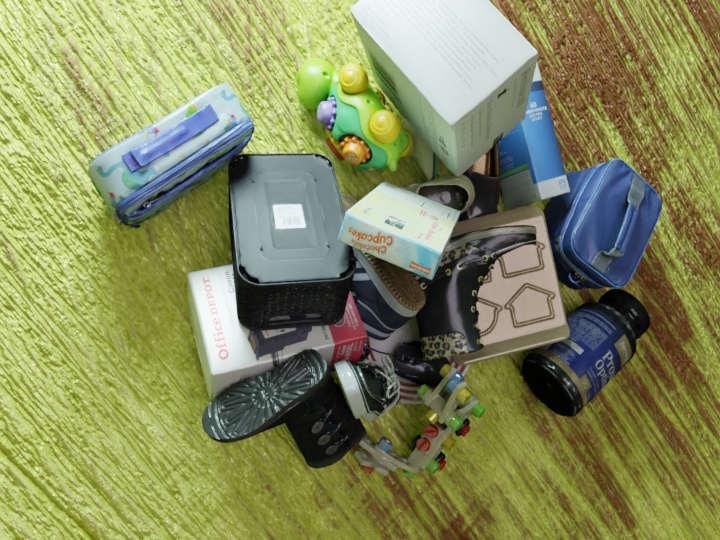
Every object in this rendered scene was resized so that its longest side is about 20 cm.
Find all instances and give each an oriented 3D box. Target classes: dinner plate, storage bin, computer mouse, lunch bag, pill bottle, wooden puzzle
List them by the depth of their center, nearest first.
[{"bbox_3d":[-0.226,-0.137,0.762,0.199,0.160,0.083,-38,98,-19],"label":"lunch bag"},{"bbox_3d":[-0.090,-0.040,0.768,0.132,0.095,0.203,-3,53,-14],"label":"storage bin"},{"bbox_3d":[0.044,0.117,0.884,0.196,0.034,0.060,20,81,-17],"label":"computer mouse"},{"bbox_3d":[0.199,0.021,0.927,0.181,0.046,0.205,-12,85,-6],"label":"wooden puzzle"},{"bbox_3d":[0.080,0.093,0.928,0.196,0.024,0.205,2,86,-21],"label":"dinner plate"},{"bbox_3d":[0.354,0.121,0.978,0.199,0.112,0.113,-38,99,-17],"label":"pill bottle"},{"bbox_3d":[0.369,-0.065,0.985,0.135,0.132,0.203,33,76,-14],"label":"lunch bag"}]

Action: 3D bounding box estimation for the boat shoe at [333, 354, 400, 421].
[{"bbox_3d":[0.018,0.149,0.798,0.067,0.200,0.075,-25,63,1],"label":"boat shoe"}]

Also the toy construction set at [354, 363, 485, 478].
[{"bbox_3d":[0.090,0.221,0.862,0.200,0.130,0.093,-43,63,15],"label":"toy construction set"}]

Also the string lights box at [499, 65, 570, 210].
[{"bbox_3d":[0.245,-0.204,0.965,0.058,0.103,0.205,-15,92,-19],"label":"string lights box"}]

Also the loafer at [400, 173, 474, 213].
[{"bbox_3d":[0.072,-0.087,0.893,0.197,0.068,0.077,-24,94,1],"label":"loafer"}]

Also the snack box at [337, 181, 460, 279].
[{"bbox_3d":[0.055,-0.056,0.765,0.114,0.200,0.038,23,112,8],"label":"snack box"}]

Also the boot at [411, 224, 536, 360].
[{"bbox_3d":[0.157,0.028,0.864,0.199,0.073,0.157,-14,86,2],"label":"boot"}]

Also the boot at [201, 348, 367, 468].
[{"bbox_3d":[-0.087,0.197,0.793,0.162,0.201,0.066,-25,54,-3],"label":"boot"}]

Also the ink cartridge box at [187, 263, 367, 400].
[{"bbox_3d":[-0.110,0.064,0.801,0.196,0.085,0.147,-12,60,-20],"label":"ink cartridge box"}]

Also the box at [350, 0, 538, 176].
[{"bbox_3d":[0.108,-0.259,0.806,0.130,0.199,0.201,-40,77,3],"label":"box"}]

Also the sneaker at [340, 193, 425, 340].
[{"bbox_3d":[0.000,0.000,0.856,0.069,0.109,0.202,-15,62,-40],"label":"sneaker"}]

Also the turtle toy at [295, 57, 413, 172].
[{"bbox_3d":[-0.012,-0.215,0.867,0.100,0.145,0.202,-36,80,12],"label":"turtle toy"}]

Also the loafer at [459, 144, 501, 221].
[{"bbox_3d":[0.180,-0.133,0.953,0.071,0.072,0.205,-6,89,-21],"label":"loafer"}]

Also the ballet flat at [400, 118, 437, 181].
[{"bbox_3d":[0.090,-0.235,0.940,0.068,0.069,0.205,8,82,-19],"label":"ballet flat"}]
